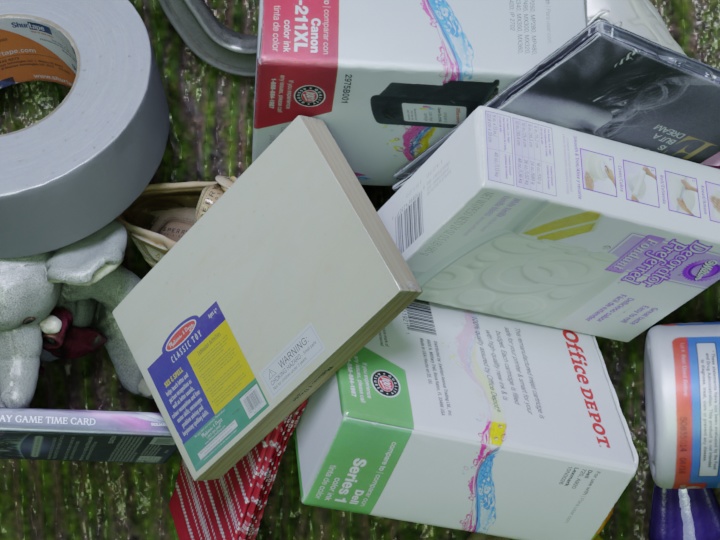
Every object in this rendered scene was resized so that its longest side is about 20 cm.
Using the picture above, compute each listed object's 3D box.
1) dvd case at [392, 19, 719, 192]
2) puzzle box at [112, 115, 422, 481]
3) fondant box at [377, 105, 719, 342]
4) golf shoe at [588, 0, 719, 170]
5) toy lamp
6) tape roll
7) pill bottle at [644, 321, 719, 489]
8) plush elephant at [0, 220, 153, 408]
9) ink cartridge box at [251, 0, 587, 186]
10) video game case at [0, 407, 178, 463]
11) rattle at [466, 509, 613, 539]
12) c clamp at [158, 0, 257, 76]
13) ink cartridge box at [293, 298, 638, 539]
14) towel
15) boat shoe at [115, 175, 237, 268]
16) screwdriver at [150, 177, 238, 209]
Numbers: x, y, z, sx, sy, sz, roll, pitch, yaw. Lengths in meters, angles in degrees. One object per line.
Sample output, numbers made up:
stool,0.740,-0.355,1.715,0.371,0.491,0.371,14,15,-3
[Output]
dvd case,0.135,-0.077,0.917,0.148,0.200,0.016,15,60,-30
puzzle box,-0.064,0.020,0.914,0.200,0.025,0.134,-43,64,28
fondant box,0.126,-0.023,0.941,0.199,0.144,0.059,11,60,-23
golf shoe,0.183,-0.133,0.979,0.200,0.092,0.075,42,103,-1
toy lamp,0.240,0.239,1.052,0.058,0.058,0.202,-10,98,8
tape roll,-0.229,-0.108,0.978,0.199,0.066,0.201,-2,56,3
pill bottle,0.293,0.089,0.993,0.198,0.112,0.113,-2,100,7
plush elephant,-0.226,0.026,1.014,0.163,0.155,0.202,-6,99,7
ink cartridge box,0.033,-0.121,0.938,0.198,0.146,0.083,3,64,-4
video game case,-0.223,0.113,1.012,0.198,0.143,0.019,4,75,-13
rattle,0.171,0.232,1.073,0.130,0.143,0.200,-21,116,41
c clamp,-0.072,-0.190,0.962,0.199,0.027,0.171,-4,137,24
ink cartridge box,0.061,0.089,0.965,0.199,0.145,0.084,13,126,-17
towel,-0.087,0.126,1.014,0.022,0.145,0.201,7,116,-24
boat shoe,-0.084,-0.026,0.982,0.199,0.065,0.072,0,59,38
screwdriver,-0.084,-0.068,1.053,0.198,0.028,0.029,-11,68,11
